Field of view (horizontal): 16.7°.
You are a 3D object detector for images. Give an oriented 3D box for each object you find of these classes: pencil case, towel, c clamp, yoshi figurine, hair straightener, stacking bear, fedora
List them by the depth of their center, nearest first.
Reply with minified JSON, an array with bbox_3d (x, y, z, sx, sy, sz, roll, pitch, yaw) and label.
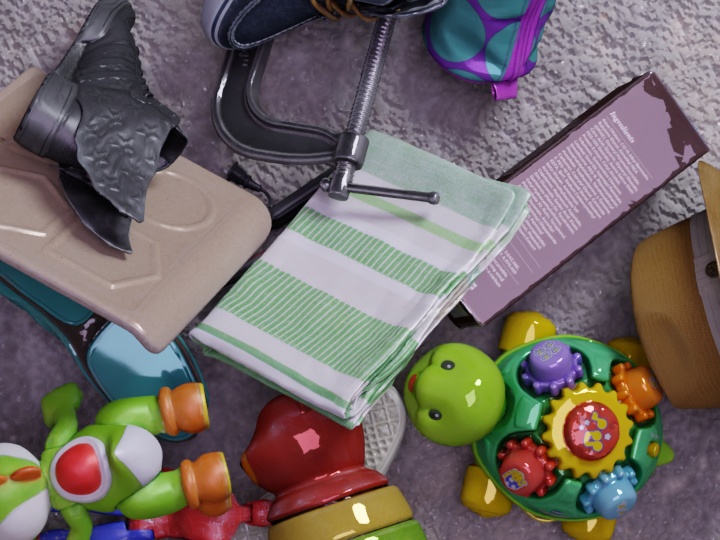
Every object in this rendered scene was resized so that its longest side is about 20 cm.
[{"bbox_3d":[-0.016,0.172,1.584,0.113,0.121,0.201,-18,84,2],"label":"stacking bear"},{"bbox_3d":[-0.188,0.139,1.590,0.199,0.113,0.113,-14,124,-9],"label":"yoshi figurine"},{"bbox_3d":[0.000,0.000,1.592,0.152,0.023,0.200,24,64,36],"label":"towel"},{"bbox_3d":[0.110,-0.216,1.631,0.085,0.200,0.093,-14,56,-34],"label":"pencil case"},{"bbox_3d":[0.232,0.029,1.652,0.081,0.201,0.202,-17,89,17],"label":"fedora"},{"bbox_3d":[-0.014,-0.137,1.658,0.170,0.027,0.201,3,69,17],"label":"c clamp"},{"bbox_3d":[-0.080,-0.032,1.681,0.199,0.041,0.077,-27,79,-2],"label":"hair straightener"}]

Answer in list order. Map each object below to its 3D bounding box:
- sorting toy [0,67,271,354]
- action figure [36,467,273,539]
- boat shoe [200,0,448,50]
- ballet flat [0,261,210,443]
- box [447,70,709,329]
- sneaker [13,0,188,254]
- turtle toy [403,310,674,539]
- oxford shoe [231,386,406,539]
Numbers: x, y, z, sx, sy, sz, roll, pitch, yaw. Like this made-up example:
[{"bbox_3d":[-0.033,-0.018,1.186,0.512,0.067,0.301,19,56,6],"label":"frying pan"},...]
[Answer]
[{"bbox_3d":[-0.177,-0.038,1.599,0.199,0.185,0.037,32,126,6],"label":"sorting toy"},{"bbox_3d":[-0.153,0.164,1.638,0.199,0.052,0.066,-2,82,9],"label":"action figure"},{"bbox_3d":[-0.011,-0.190,1.611,0.200,0.071,0.091,-36,61,13],"label":"boat shoe"},{"bbox_3d":[-0.175,0.031,1.642,0.067,0.070,0.200,-44,102,4],"label":"ballet flat"},{"bbox_3d":[0.131,-0.046,1.671,0.200,0.100,0.075,-39,92,-6],"label":"box"},{"bbox_3d":[-0.158,-0.100,1.610,0.104,0.200,0.060,28,128,-3],"label":"sneaker"},{"bbox_3d":[0.121,0.101,1.655,0.199,0.101,0.147,15,85,-11],"label":"turtle toy"},{"bbox_3d":[-0.031,0.159,1.664,0.075,0.058,0.201,33,97,2],"label":"oxford shoe"}]
